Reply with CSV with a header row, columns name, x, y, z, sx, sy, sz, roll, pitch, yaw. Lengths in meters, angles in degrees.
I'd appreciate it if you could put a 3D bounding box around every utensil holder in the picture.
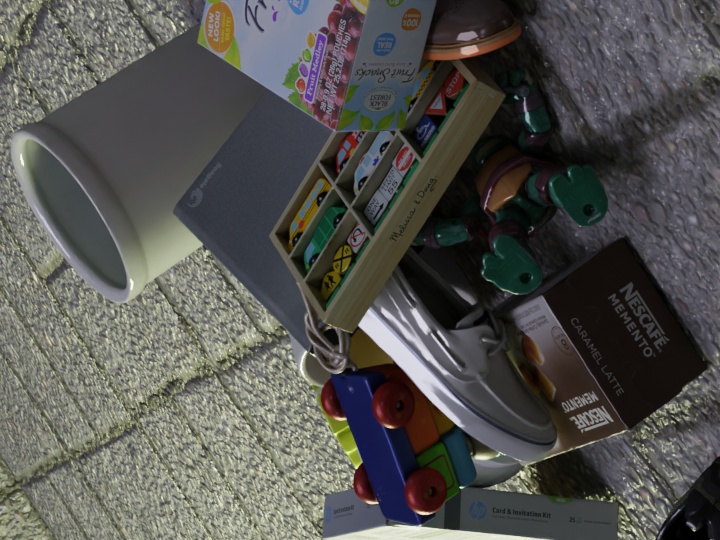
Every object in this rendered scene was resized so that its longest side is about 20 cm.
name,x,y,z,sx,sy,sz,roll,pitch,yaw
utensil holder,-0.168,-0.097,1.927,0.170,0.200,0.170,43,156,25

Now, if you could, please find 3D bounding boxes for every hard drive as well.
name,x,y,z,sx,sy,sz,roll,pitch,yaw
hard drive,-0.043,-0.042,1.722,0.200,0.140,0.033,44,-173,40

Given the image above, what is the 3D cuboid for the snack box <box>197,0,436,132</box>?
name,x,y,z,sx,sy,sz,roll,pitch,yaw
snack box,-0.020,-0.215,1.522,0.169,0.068,0.201,36,118,42

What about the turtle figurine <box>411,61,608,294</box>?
name,x,y,z,sx,sy,sz,roll,pitch,yaw
turtle figurine,0.097,-0.064,1.566,0.100,0.150,0.200,20,-164,-24

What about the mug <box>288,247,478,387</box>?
name,x,y,z,sx,sy,sz,roll,pitch,yaw
mug,-0.007,-0.001,1.801,0.187,0.149,0.154,106,145,-58

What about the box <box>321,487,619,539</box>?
name,x,y,z,sx,sy,sz,roll,pitch,yaw
box,0.087,0.203,1.845,0.156,0.199,0.041,152,125,-68

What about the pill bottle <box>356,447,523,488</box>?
name,x,y,z,sx,sy,sz,roll,pitch,yaw
pill bottle,0.078,0.123,1.842,0.113,0.113,0.200,57,158,-3

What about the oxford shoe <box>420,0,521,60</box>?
name,x,y,z,sx,sy,sz,roll,pitch,yaw
oxford shoe,0.034,-0.198,1.546,0.200,0.071,0.073,31,143,47

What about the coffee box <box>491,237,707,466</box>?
name,x,y,z,sx,sy,sz,roll,pitch,yaw
coffee box,0.152,0.063,1.646,0.115,0.080,0.200,56,159,-1

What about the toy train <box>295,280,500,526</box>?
name,x,y,z,sx,sy,sz,roll,pitch,yaw
toy train,0.035,0.074,1.664,0.085,0.116,0.201,3,117,56

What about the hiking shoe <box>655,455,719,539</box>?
name,x,y,z,sx,sy,sz,roll,pitch,yaw
hiking shoe,0.241,0.194,1.615,0.076,0.101,0.200,46,156,26

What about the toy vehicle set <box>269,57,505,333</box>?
name,x,y,z,sx,sy,sz,roll,pitch,yaw
toy vehicle set,0.015,-0.071,1.581,0.026,0.200,0.124,23,-162,-32

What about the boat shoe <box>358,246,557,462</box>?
name,x,y,z,sx,sy,sz,roll,pitch,yaw
boat shoe,0.069,0.052,1.604,0.200,0.074,0.065,40,119,-2

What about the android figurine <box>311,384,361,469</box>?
name,x,y,z,sx,sy,sz,roll,pitch,yaw
android figurine,-0.013,0.102,2.002,0.200,0.041,0.182,65,-174,34
